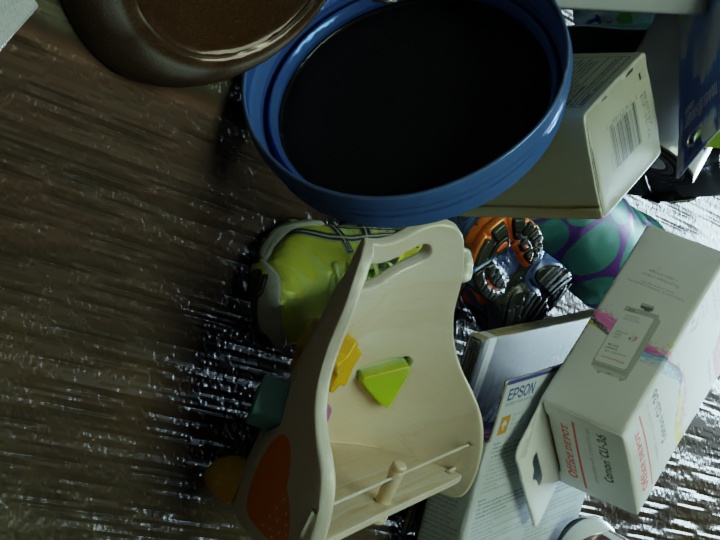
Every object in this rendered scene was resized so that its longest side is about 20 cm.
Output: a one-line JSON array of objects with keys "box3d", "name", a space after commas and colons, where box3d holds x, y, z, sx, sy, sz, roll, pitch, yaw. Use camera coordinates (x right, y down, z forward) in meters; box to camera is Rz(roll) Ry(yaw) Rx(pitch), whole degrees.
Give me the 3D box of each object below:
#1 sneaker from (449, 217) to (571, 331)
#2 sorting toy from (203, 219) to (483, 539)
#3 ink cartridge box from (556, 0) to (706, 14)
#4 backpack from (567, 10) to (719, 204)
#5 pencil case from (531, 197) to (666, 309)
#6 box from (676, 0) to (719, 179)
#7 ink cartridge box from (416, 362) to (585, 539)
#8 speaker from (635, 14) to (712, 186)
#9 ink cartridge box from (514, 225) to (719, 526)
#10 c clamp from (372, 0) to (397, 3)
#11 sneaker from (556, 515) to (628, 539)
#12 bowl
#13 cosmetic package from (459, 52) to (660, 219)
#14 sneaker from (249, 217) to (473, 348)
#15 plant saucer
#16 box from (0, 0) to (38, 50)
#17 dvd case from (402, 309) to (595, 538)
[{"box3d": [0.091, -0.008, 1.656, 0.075, 0.078, 0.200, -42, 154, -9], "name": "sneaker"}, {"box3d": [0.003, 0.058, 1.414, 0.200, 0.107, 0.181, -16, 128, -59], "name": "sorting toy"}, {"box3d": [0.144, -0.245, 1.576, 0.200, 0.145, 0.145, -121, -146, -80], "name": "ink cartridge box"}, {"box3d": [0.231, -0.128, 1.791, 0.200, 0.177, 0.151, 54, 42, -65], "name": "backpack"}, {"box3d": [0.155, -0.039, 1.754, 0.200, 0.085, 0.093, 38, 26, -53], "name": "pencil case"}, {"box3d": [0.238, -0.169, 1.544, 0.122, 0.047, 0.201, 111, -18, -75], "name": "box"}, {"box3d": [0.106, 0.148, 1.667, 0.196, 0.043, 0.201, -11, 118, -59], "name": "ink cartridge box"}, {"box3d": [0.241, -0.163, 1.648, 0.200, 0.081, 0.081, -60, 143, -11], "name": "speaker"}, {"box3d": [0.185, 0.085, 1.644, 0.200, 0.067, 0.117, -56, 152, -23], "name": "ink cartridge box"}, {"box3d": [0.021, -0.248, 1.362, 0.171, 0.027, 0.201, -2, 92, -72], "name": "c clamp"}, {"box3d": [0.164, 0.285, 1.705, 0.201, 0.115, 0.076, -66, 155, 1], "name": "sneaker"}, {"box3d": [0.029, -0.110, 1.424, 0.039, 0.200, 0.201, 70, 35, -51], "name": "bowl"}, {"box3d": [0.076, -0.086, 1.502, 0.104, 0.199, 0.073, -43, 127, -49], "name": "cosmetic package"}, {"box3d": [0.000, 0.000, 1.496, 0.200, 0.076, 0.076, -26, 115, -56], "name": "sneaker"}, {"box3d": [-0.074, -0.189, 1.313, 0.200, 0.032, 0.201, -20, 127, -29], "name": "plant saucer"}, {"box3d": [-0.248, -0.108, 1.026, 0.200, 0.114, 0.132, -57, 137, -42], "name": "box"}, {"box3d": [0.103, 0.105, 1.688, 0.200, 0.016, 0.149, -9, 120, -60], "name": "dvd case"}]
